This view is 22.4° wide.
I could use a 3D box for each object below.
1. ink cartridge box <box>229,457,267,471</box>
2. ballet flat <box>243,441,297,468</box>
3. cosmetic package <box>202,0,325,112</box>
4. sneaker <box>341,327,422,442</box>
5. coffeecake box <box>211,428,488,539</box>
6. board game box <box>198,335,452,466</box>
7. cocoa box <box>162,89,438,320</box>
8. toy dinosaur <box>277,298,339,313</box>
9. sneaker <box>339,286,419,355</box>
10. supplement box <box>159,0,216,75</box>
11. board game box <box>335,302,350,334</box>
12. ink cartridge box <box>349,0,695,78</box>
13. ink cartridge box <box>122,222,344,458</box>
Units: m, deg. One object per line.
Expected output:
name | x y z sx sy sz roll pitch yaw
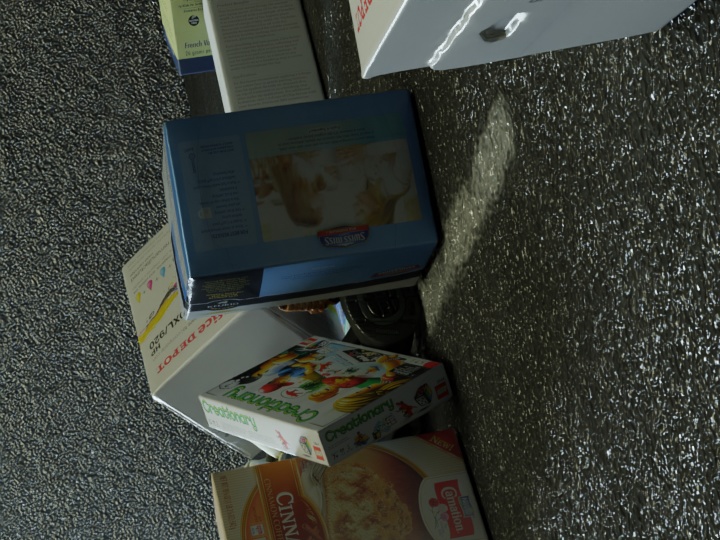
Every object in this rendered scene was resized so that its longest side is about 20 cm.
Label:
ink cartridge box | -0.037 0.271 1.755 0.086 0.146 0.201 116 133 -71
ballet flat | -0.076 0.169 1.615 0.067 0.063 0.201 127 156 -50
cosmetic package | -0.104 -0.225 1.932 0.071 0.101 0.201 94 165 -58
sneaker | 0.014 0.112 1.624 0.074 0.088 0.201 -53 17 45
coffeecake box | -0.004 0.220 1.417 0.073 0.199 0.154 90 167 -49
board game box | -0.032 0.104 1.495 0.200 0.126 0.035 8 120 57
cocoa box | -0.052 -0.051 1.445 0.131 0.199 0.134 113 148 -73
toy dinosaur | -0.041 -0.015 1.657 0.136 0.102 0.200 45 -177 -7
sneaker | 0.000 0.000 1.594 0.091 0.075 0.201 86 172 -55
supplement box | -0.165 -0.352 2.089 0.200 0.133 0.201 -121 23 -68
board game box | 0.001 0.078 1.803 0.135 0.029 0.201 97 162 -58
ink cartridge box | 0.059 -0.199 0.747 0.147 0.144 0.201 137 123 -80
ink cartridge box | -0.122 0.046 1.778 0.144 0.147 0.200 35 -159 -36
